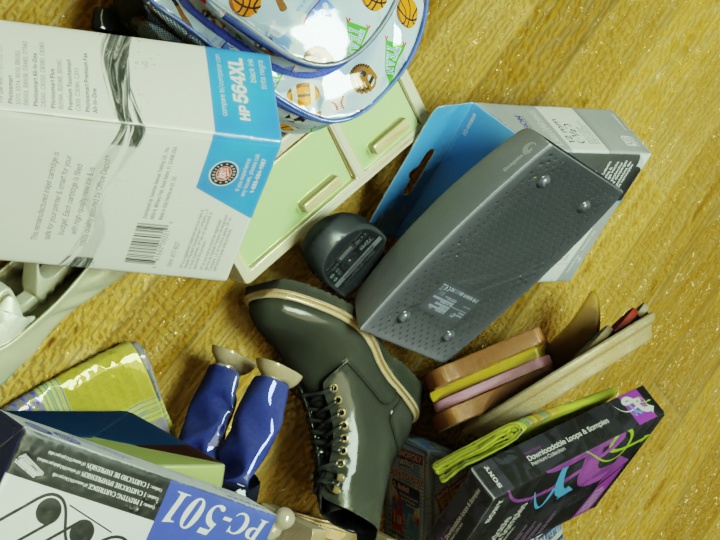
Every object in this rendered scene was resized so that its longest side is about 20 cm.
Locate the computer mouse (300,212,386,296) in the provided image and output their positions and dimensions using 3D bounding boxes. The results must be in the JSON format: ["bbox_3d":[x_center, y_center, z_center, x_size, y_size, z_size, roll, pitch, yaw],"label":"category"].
[{"bbox_3d":[0.000,0.000,1.270,0.059,0.034,0.200,-47,154,-3],"label":"computer mouse"}]

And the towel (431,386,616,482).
[{"bbox_3d":[0.137,0.130,1.323,0.200,0.086,0.018,-8,70,-59],"label":"towel"}]

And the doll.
[{"bbox_3d":[-0.104,0.160,1.187,0.048,0.136,0.201,42,65,-62],"label":"doll"}]

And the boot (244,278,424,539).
[{"bbox_3d":[-0.026,0.110,1.257,0.200,0.077,0.139,40,52,-36],"label":"boot"}]

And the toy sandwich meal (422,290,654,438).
[{"bbox_3d":[0.145,0.072,1.349,0.205,0.205,0.070,-28,82,-29],"label":"toy sandwich meal"}]

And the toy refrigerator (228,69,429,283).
[{"bbox_3d":[-0.044,-0.084,1.228,0.200,0.070,0.076,-42,123,-22],"label":"toy refrigerator"}]

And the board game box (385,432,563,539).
[{"bbox_3d":[0.096,0.211,1.416,0.199,0.062,0.201,-25,116,-30],"label":"board game box"}]

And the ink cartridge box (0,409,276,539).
[{"bbox_3d":[-0.153,0.163,1.026,0.200,0.044,0.094,26,87,-38],"label":"ink cartridge box"}]

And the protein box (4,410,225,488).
[{"bbox_3d":[-0.221,0.207,1.101,0.198,0.135,0.201,4,99,-38],"label":"protein box"}]

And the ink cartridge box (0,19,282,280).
[{"bbox_3d":[-0.166,-0.075,1.051,0.199,0.085,0.146,6,141,-19],"label":"ink cartridge box"}]

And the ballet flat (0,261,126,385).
[{"bbox_3d":[-0.229,0.014,1.112,0.200,0.069,0.070,-45,124,-28],"label":"ballet flat"}]

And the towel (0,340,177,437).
[{"bbox_3d":[-0.218,0.151,1.188,0.200,0.023,0.144,-29,118,-28],"label":"towel"}]

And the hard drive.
[{"bbox_3d":[0.093,-0.019,1.253,0.200,0.042,0.135,-45,145,16],"label":"hard drive"}]

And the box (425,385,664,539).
[{"bbox_3d":[0.143,0.177,1.332,0.199,0.036,0.143,-19,149,-35],"label":"box"}]

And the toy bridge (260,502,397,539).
[{"bbox_3d":[-0.058,0.204,1.291,0.200,0.067,0.027,16,93,-48],"label":"toy bridge"}]

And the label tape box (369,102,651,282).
[{"bbox_3d":[0.117,-0.059,1.316,0.199,0.066,0.144,-3,135,-41],"label":"label tape box"}]

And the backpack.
[{"bbox_3d":[-0.047,-0.193,1.131,0.190,0.154,0.200,38,78,-24],"label":"backpack"}]
